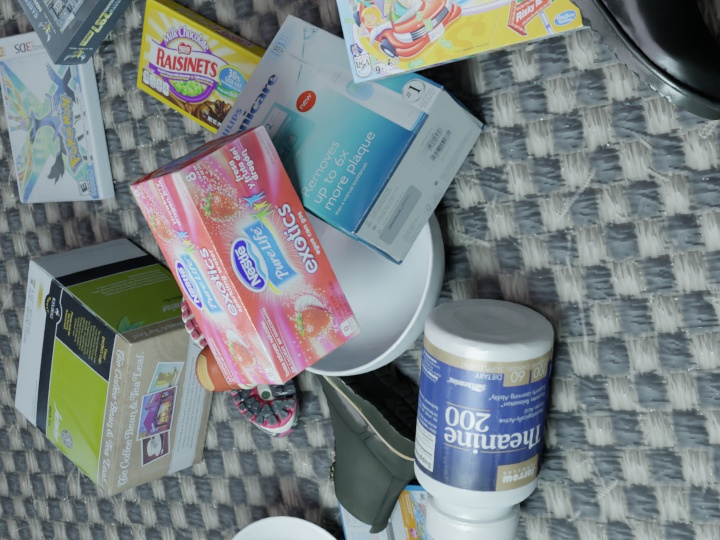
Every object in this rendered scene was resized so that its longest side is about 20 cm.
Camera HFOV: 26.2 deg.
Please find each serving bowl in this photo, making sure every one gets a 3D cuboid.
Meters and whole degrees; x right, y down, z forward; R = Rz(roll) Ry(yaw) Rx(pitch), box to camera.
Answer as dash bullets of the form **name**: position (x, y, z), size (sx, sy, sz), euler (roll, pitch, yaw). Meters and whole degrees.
- **serving bowl**: position (0.000, 0.000, 1.419), size (0.199, 0.066, 0.201), euler (-8, 77, 35)

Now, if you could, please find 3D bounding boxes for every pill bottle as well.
- **pill bottle**: position (0.103, 0.135, 1.333), size (0.111, 0.111, 0.201), euler (22, 117, 41)

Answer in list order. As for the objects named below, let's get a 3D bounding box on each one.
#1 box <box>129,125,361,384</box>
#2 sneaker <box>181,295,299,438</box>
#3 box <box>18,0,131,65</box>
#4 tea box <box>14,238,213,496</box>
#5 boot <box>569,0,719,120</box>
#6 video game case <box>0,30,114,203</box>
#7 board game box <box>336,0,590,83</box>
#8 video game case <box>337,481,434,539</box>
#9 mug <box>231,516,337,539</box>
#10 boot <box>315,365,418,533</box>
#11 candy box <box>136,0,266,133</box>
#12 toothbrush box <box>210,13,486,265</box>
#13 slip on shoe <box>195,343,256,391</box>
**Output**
- **box**: position (-0.099, -0.010, 1.324), size (0.102, 0.094, 0.201), euler (-6, 112, 57)
- **sneaker**: position (-0.124, 0.085, 1.597), size (0.075, 0.080, 0.201), euler (73, 172, -65)
- **box**: position (-0.323, -0.349, 1.682), size (0.158, 0.051, 0.200), euler (-45, 67, 35)
- **tea box**: position (-0.269, 0.103, 1.711), size (0.197, 0.133, 0.201), euler (36, 126, 36)
- **boot**: position (0.231, -0.229, 1.111), size (0.211, 0.079, 0.158), euler (50, 122, 9)
- **video game case**: position (-0.360, -0.180, 1.807), size (0.182, 0.022, 0.201), euler (1, 102, 47)
- **board game box**: position (0.075, -0.239, 1.249), size (0.199, 0.034, 0.135), euler (-12, 93, 23)
- **video game case**: position (0.058, 0.274, 1.495), size (0.199, 0.018, 0.144), euler (-6, 97, 48)
- **mug**: position (-0.074, 0.369, 1.586), size (0.200, 0.148, 0.176), euler (36, 143, 5)
- **boot**: position (-0.019, 0.143, 1.489), size (0.200, 0.077, 0.139), euler (51, 133, 32)
- **candy box**: position (-0.157, -0.201, 1.578), size (0.200, 0.026, 0.103), euler (31, 120, 37)
- **toothbrush box**: position (-0.015, -0.118, 1.359), size (0.200, 0.085, 0.147), euler (32, 89, 39)
- **slip on shoe**: position (-0.102, 0.071, 1.482), size (0.061, 0.200, 0.074), euler (-16, 97, 19)
